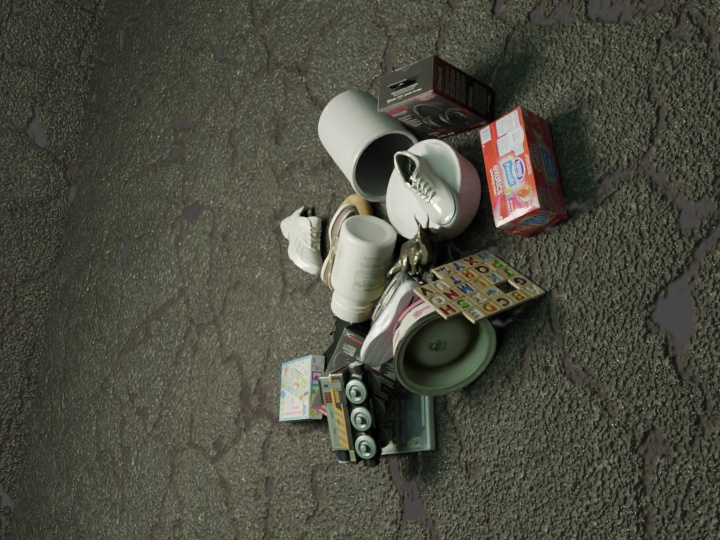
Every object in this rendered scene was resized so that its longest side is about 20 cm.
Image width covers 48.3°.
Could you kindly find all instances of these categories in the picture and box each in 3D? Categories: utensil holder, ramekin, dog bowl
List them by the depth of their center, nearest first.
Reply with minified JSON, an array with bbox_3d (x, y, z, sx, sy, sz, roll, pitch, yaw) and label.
[{"bbox_3d":[0.145,0.130,1.468,0.201,0.198,0.074,-56,31,22],"label":"dog bowl"},{"bbox_3d":[0.152,-0.151,1.599,0.201,0.093,0.206,-16,68,46],"label":"ramekin"},{"bbox_3d":[0.015,-0.273,1.733,0.171,0.168,0.201,-57,43,20],"label":"utensil holder"}]

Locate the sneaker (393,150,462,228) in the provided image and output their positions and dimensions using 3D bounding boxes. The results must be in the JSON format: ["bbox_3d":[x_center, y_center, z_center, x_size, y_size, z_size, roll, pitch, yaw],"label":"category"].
[{"bbox_3d":[0.119,-0.152,1.511,0.073,0.070,0.201,-55,46,22],"label":"sneaker"}]

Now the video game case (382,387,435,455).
[{"bbox_3d":[0.076,0.267,1.628,0.180,0.023,0.204,-19,67,45],"label":"video game case"}]

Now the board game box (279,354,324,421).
[{"bbox_3d":[-0.134,0.269,1.810,0.200,0.034,0.137,154,120,-64],"label":"board game box"}]

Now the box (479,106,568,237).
[{"bbox_3d":[0.292,-0.174,1.445,0.099,0.095,0.203,-26,61,42],"label":"box"}]

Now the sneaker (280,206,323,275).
[{"bbox_3d":[-0.125,-0.078,1.910,0.100,0.077,0.201,-47,50,25],"label":"sneaker"}]

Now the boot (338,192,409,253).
[{"bbox_3d":[0.025,-0.093,1.750,0.175,0.066,0.202,-39,52,35],"label":"boot"}]

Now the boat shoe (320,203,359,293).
[{"bbox_3d":[-0.036,-0.044,1.722,0.060,0.071,0.203,55,135,50],"label":"boat shoe"}]

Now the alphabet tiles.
[{"bbox_3d":[0.202,0.029,1.433,0.167,0.198,0.008,41,140,45],"label":"alphabet tiles"}]

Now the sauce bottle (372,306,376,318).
[{"bbox_3d":[0.109,0.100,1.603,0.198,0.065,0.067,4,83,51],"label":"sauce bottle"}]

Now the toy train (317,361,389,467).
[{"bbox_3d":[-0.014,0.274,1.529,0.112,0.085,0.204,-7,96,29],"label":"toy train"}]

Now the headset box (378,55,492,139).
[{"bbox_3d":[0.141,-0.337,1.570,0.148,0.198,0.079,-9,72,45],"label":"headset box"}]

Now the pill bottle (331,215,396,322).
[{"bbox_3d":[0.000,0.000,1.633,0.115,0.113,0.202,51,139,42],"label":"pill bottle"}]

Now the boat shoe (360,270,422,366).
[{"bbox_3d":[0.058,0.091,1.506,0.201,0.071,0.071,-59,30,25],"label":"boat shoe"}]

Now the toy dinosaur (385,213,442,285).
[{"bbox_3d":[0.109,-0.026,1.535,0.200,0.076,0.104,136,140,-67],"label":"toy dinosaur"}]

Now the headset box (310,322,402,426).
[{"bbox_3d":[0.002,0.231,1.600,0.147,0.077,0.203,26,102,15],"label":"headset box"}]

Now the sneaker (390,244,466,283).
[{"bbox_3d":[0.145,-0.009,1.588,0.200,0.075,0.115,41,110,40],"label":"sneaker"}]

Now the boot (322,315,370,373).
[{"bbox_3d":[-0.021,0.180,1.701,0.164,0.072,0.199,-66,30,28],"label":"boot"}]
